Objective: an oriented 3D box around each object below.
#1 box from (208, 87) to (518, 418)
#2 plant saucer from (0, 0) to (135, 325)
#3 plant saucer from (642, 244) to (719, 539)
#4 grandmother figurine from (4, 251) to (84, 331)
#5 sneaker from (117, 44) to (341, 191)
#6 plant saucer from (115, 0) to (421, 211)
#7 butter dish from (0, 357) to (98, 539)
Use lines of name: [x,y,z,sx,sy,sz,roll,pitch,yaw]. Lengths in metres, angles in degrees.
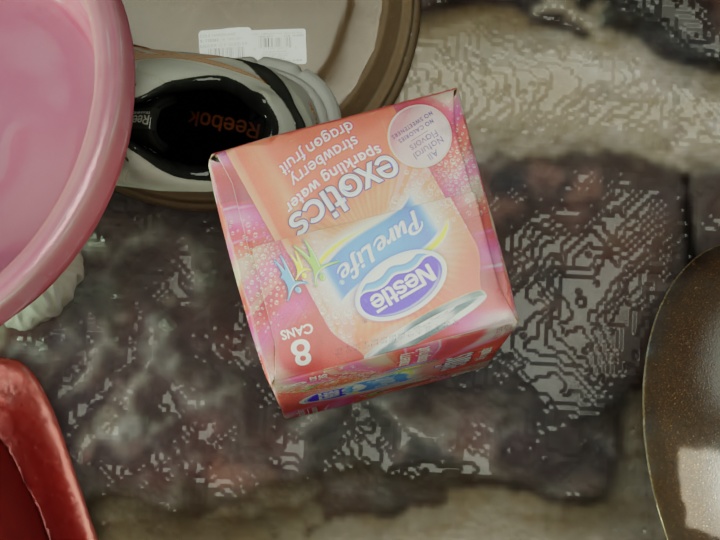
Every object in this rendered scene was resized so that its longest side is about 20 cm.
box: [0.000,0.000,0.890,0.102,0.200,0.095,-14,83,-3]
plant saucer: [-0.174,-0.056,0.894,0.199,0.051,0.202,-9,68,24]
plant saucer: [0.195,0.081,0.903,0.199,0.032,0.202,17,64,-39]
grandmother figurine: [-0.223,-0.001,0.960,0.198,0.061,0.122,2,103,2]
sneaker: [-0.111,-0.071,0.929,0.198,0.080,0.074,1,95,12]
plant saucer: [-0.070,-0.128,0.993,0.198,0.029,0.202,0,83,-2]
butter dish: [-0.208,0.151,0.896,0.199,0.148,0.201,-20,83,-3]
